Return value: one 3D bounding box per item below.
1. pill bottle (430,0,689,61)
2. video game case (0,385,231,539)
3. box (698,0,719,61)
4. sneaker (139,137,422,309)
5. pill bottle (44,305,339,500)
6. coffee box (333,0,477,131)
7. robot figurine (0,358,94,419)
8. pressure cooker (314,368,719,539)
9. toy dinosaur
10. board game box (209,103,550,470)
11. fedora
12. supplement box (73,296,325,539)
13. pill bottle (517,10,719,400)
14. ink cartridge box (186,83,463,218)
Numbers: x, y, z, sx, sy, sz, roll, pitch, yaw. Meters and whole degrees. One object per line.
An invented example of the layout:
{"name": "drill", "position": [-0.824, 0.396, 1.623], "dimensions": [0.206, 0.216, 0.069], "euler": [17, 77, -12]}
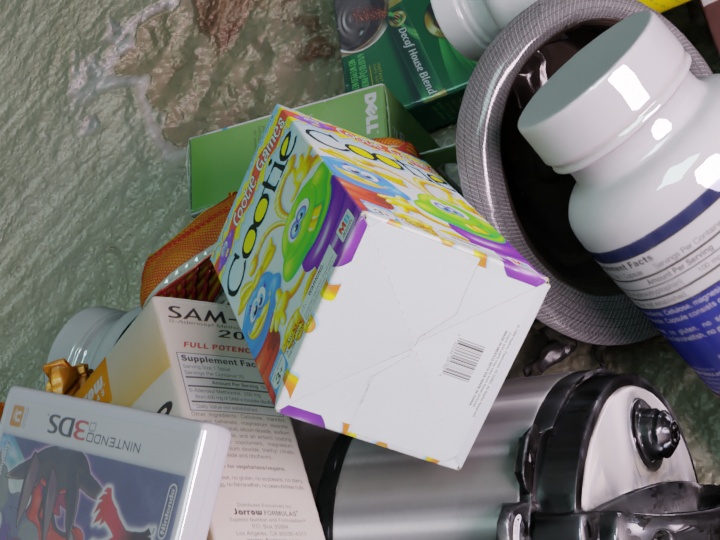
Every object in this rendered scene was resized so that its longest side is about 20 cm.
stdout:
{"name": "pill bottle", "position": [0.139, -0.194, 0.850], "dimensions": [0.199, 0.104, 0.105], "euler": [-18, 61, 38]}
{"name": "video game case", "position": [-0.152, 0.166, 0.723], "dimensions": [0.182, 0.023, 0.201], "euler": [3, 77, 46]}
{"name": "box", "position": [0.262, -0.155, 0.859], "dimensions": [0.100, 0.075, 0.201], "euler": [-22, 63, 18]}
{"name": "sneaker", "position": [-0.055, -0.033, 0.869], "dimensions": [0.199, 0.073, 0.077], "euler": [-27, 38, 10]}
{"name": "pill bottle", "position": [-0.105, 0.084, 0.921], "dimensions": [0.199, 0.112, 0.113], "euler": [12, 75, 30]}
{"name": "coffee box", "position": [0.081, -0.173, 0.974], "dimensions": [0.199, 0.044, 0.124], "euler": [-17, 62, 20]}
{"name": "robot figurine", "position": [-0.199, 0.160, 0.837], "dimensions": [0.144, 0.058, 0.201], "euler": [-16, 60, 12]}
{"name": "pressure cooker", "position": [0.095, 0.140, 0.743], "dimensions": [0.199, 0.179, 0.176], "euler": [-10, 34, 33]}
{"name": "toy dinosaur", "position": [0.107, 0.031, 0.875], "dimensions": [0.199, 0.048, 0.088], "euler": [20, 63, 31]}
{"name": "board game box", "position": [0.000, 0.000, 0.732], "dimensions": [0.105, 0.103, 0.200], "euler": [-65, 21, 13]}
{"name": "fedora", "position": [0.128, -0.062, 0.828], "dimensions": [0.176, 0.201, 0.090], "euler": [-31, 14, -14]}
{"name": "supplement box", "position": [-0.090, 0.132, 0.758], "dimensions": [0.126, 0.073, 0.201], "euler": [-47, 49, 37]}
{"name": "pill bottle", "position": [0.179, -0.031, 0.734], "dimensions": [0.120, 0.120, 0.200], "euler": [-41, 102, 10]}
{"name": "ink cartridge box", "position": [-0.004, -0.066, 0.938], "dimensions": [0.199, 0.104, 0.060], "euler": [-13, 65, 22]}
